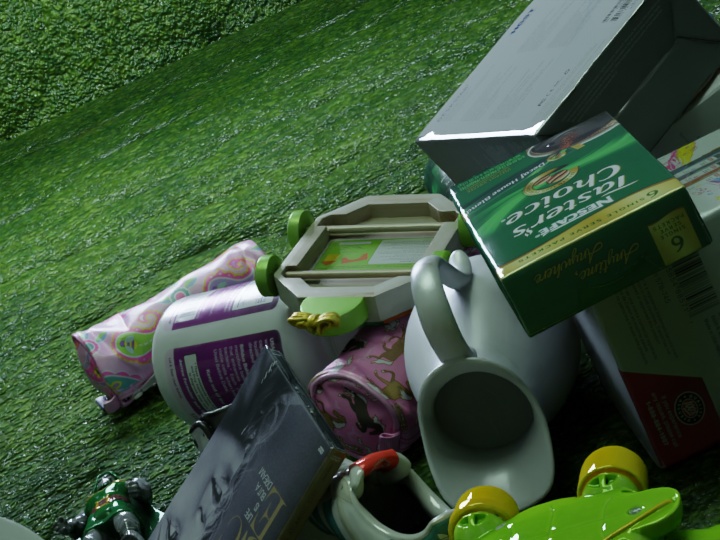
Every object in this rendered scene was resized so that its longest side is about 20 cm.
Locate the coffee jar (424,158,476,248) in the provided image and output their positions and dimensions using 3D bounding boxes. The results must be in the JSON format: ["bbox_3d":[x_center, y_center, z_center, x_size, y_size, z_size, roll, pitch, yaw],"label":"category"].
[{"bbox_3d":[0.114,-0.047,1.635,0.085,0.104,0.200,-34,16,4],"label":"coffee jar"}]

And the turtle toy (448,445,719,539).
[{"bbox_3d":[0.125,0.167,1.003,0.200,0.101,0.146,-19,19,19],"label":"turtle toy"}]

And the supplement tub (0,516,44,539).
[{"bbox_3d":[-0.215,0.225,1.114,0.140,0.140,0.200,-30,-18,-15],"label":"supplement tub"}]

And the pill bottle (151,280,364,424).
[{"bbox_3d":[-0.059,0.059,1.558,0.200,0.112,0.112,-12,22,34],"label":"pill bottle"}]

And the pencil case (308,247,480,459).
[{"bbox_3d":[0.046,0.062,1.451,0.086,0.083,0.200,-8,24,44],"label":"pencil case"}]

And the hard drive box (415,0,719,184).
[{"bbox_3d":[0.149,-0.126,1.401,0.156,0.077,0.200,-50,19,-12],"label":"hard drive box"}]

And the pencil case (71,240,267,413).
[{"bbox_3d":[-0.162,0.051,1.780,0.200,0.088,0.087,-30,18,-12],"label":"pencil case"}]

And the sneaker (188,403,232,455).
[{"bbox_3d":[-0.074,0.152,1.298,0.076,0.115,0.200,-28,18,-9],"label":"sneaker"}]

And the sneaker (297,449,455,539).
[{"bbox_3d":[0.004,0.135,1.184,0.070,0.094,0.200,-26,37,-28],"label":"sneaker"}]

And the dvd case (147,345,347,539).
[{"bbox_3d":[-0.085,0.161,1.225,0.200,0.016,0.149,-60,27,11],"label":"dvd case"}]

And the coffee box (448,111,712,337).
[{"bbox_3d":[0.128,-0.034,1.192,0.123,0.044,0.200,-26,19,3],"label":"coffee box"}]

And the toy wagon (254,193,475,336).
[{"bbox_3d":[0.000,0.000,1.459,0.155,0.040,0.200,-1,31,24],"label":"toy wagon"}]

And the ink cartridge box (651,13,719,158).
[{"bbox_3d":[0.208,-0.076,1.428,0.200,0.084,0.145,-39,18,19],"label":"ink cartridge box"}]

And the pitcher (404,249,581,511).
[{"bbox_3d":[0.079,0.045,1.305,0.121,0.172,0.200,-14,20,14],"label":"pitcher"}]

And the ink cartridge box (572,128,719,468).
[{"bbox_3d":[0.238,0.002,1.252,0.200,0.145,0.145,-25,17,0],"label":"ink cartridge box"}]

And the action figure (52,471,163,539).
[{"bbox_3d":[-0.185,0.191,1.455,0.118,0.055,0.200,-29,13,-2],"label":"action figure"}]
